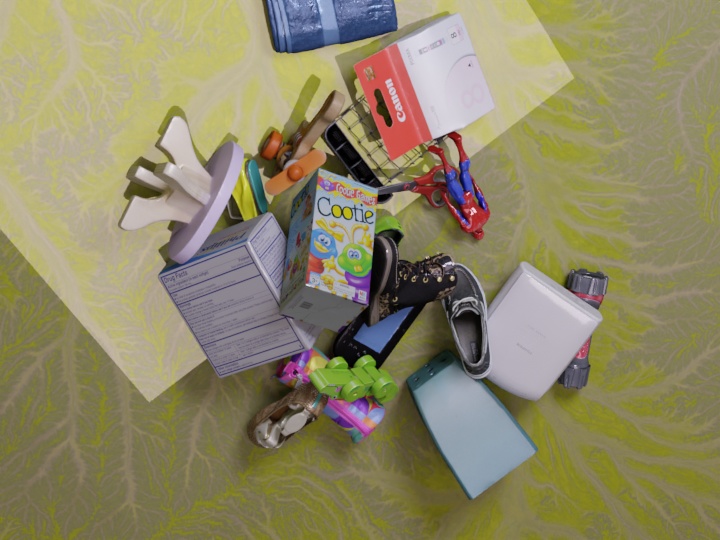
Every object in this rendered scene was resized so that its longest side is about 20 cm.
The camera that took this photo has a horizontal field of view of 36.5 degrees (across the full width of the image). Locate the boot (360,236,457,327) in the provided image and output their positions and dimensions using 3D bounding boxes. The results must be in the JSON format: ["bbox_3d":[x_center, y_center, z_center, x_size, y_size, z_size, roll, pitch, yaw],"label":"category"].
[{"bbox_3d":[0.075,0.003,1.694,0.149,0.073,0.201,-16,145,-18],"label":"boot"}]

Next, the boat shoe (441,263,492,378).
[{"bbox_3d":[0.175,0.072,1.764,0.071,0.071,0.202,-16,66,2],"label":"boat shoe"}]

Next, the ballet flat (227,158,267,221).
[{"bbox_3d":[-0.169,-0.078,1.723,0.066,0.067,0.202,-14,105,16],"label":"ballet flat"}]

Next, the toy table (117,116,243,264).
[{"bbox_3d":[-0.272,-0.125,1.637,0.117,0.183,0.201,30,67,-27],"label":"toy table"}]

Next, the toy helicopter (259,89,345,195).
[{"bbox_3d":[-0.084,-0.189,1.634,0.078,0.133,0.200,29,131,-16],"label":"toy helicopter"}]

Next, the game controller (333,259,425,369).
[{"bbox_3d":[0.038,0.076,1.796,0.104,0.042,0.201,30,98,-43],"label":"game controller"}]

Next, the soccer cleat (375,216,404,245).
[{"bbox_3d":[0.000,0.000,1.758,0.067,0.081,0.201,33,97,-17],"label":"soccer cleat"}]

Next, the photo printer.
[{"bbox_3d":[0.278,0.110,1.817,0.166,0.069,0.201,34,111,-1],"label":"photo printer"}]

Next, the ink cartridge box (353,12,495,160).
[{"bbox_3d":[0.103,-0.282,1.676,0.199,0.057,0.164,-35,110,-34],"label":"ink cartridge box"}]

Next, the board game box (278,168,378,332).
[{"bbox_3d":[-0.046,-0.029,1.616,0.102,0.105,0.202,17,58,-20],"label":"board game box"}]

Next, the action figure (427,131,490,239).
[{"bbox_3d":[0.164,-0.128,1.754,0.065,0.052,0.201,-37,126,-17],"label":"action figure"}]

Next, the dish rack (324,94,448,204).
[{"bbox_3d":[0.055,-0.223,1.723,0.200,0.055,0.154,-39,109,1],"label":"dish rack"}]

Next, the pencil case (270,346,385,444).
[{"bbox_3d":[-0.052,0.200,1.801,0.200,0.088,0.089,39,95,-18],"label":"pencil case"}]

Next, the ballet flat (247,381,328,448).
[{"bbox_3d":[-0.127,0.246,1.762,0.070,0.066,0.200,36,128,-13],"label":"ballet flat"}]

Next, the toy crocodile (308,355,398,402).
[{"bbox_3d":[-0.009,0.181,1.742,0.199,0.068,0.062,4,126,-52],"label":"toy crocodile"}]

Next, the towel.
[{"bbox_3d":[-0.043,-0.399,1.662,0.198,0.049,0.113,-13,107,-7],"label":"towel"}]

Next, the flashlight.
[{"bbox_3d":[0.374,0.101,1.860,0.067,0.068,0.202,5,103,-14],"label":"flashlight"}]

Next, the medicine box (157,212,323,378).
[{"bbox_3d":[-0.178,0.040,1.686,0.181,0.103,0.201,-19,110,28],"label":"medicine box"}]

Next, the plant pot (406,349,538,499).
[{"bbox_3d":[0.172,0.244,1.831,0.141,0.141,0.201,-35,99,0],"label":"plant pot"}]

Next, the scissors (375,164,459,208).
[{"bbox_3d":[0.081,-0.140,1.724,0.199,0.014,0.074,5,114,-42],"label":"scissors"}]
